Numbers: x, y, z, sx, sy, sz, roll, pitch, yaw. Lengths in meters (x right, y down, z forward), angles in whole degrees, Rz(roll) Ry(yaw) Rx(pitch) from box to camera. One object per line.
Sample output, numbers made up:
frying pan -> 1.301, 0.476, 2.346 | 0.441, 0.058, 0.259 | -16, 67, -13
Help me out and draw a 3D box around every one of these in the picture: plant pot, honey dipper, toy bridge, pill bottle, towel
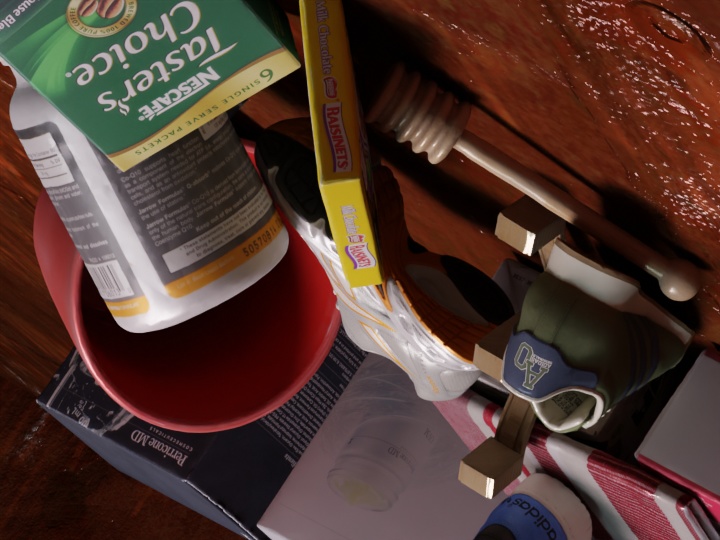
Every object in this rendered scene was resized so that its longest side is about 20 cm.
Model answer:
plant pot -> -0.129, -0.012, 1.764 | 0.200, 0.201, 0.177 | 39, 177, -29
honey dipper -> 0.094, -0.043, 1.362 | 0.199, 0.038, 0.038 | 31, 169, -9
toy bridge -> 0.094, 0.039, 1.474 | 0.027, 0.067, 0.201 | 29, 133, 27
pill bottle -> -0.132, -0.075, 1.499 | 0.201, 0.116, 0.116 | 64, 161, -13
towel -> 0.141, 0.131, 1.571 | 0.200, 0.023, 0.144 | 24, 163, 37

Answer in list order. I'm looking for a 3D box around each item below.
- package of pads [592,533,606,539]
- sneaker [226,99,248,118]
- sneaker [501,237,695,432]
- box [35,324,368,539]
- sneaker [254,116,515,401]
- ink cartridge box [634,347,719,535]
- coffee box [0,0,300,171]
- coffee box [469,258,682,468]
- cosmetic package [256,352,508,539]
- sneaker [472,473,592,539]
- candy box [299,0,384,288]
package of pads -> 0.218, 0.232, 1.690 | 0.154, 0.068, 0.200 | 26, 174, 38
sneaker -> -0.145, -0.107, 1.618 | 0.077, 0.085, 0.200 | 41, 166, -36
sneaker -> 0.123, 0.046, 1.423 | 0.067, 0.090, 0.200 | 29, 179, 21
box -> -0.108, 0.079, 2.014 | 0.200, 0.197, 0.124 | 21, 164, 45
sneaker -> 0.000, 0.000, 1.542 | 0.200, 0.076, 0.092 | 49, 144, 14
ink cartridge box -> 0.268, 0.145, 1.529 | 0.145, 0.084, 0.200 | 26, 168, 35
coffee box -> -0.129, -0.142, 1.339 | 0.200, 0.123, 0.044 | 48, -162, -49
coffee box -> 0.141, 0.084, 1.636 | 0.113, 0.080, 0.200 | 26, 167, 27
cosmetic package -> 0.071, 0.157, 1.835 | 0.199, 0.200, 0.123 | 22, 164, 43
sneaker -> 0.094, 0.226, 1.597 | 0.077, 0.111, 0.201 | 31, 146, 34
candy box -> -0.009, -0.065, 1.399 | 0.026, 0.103, 0.200 | -9, 165, 1
